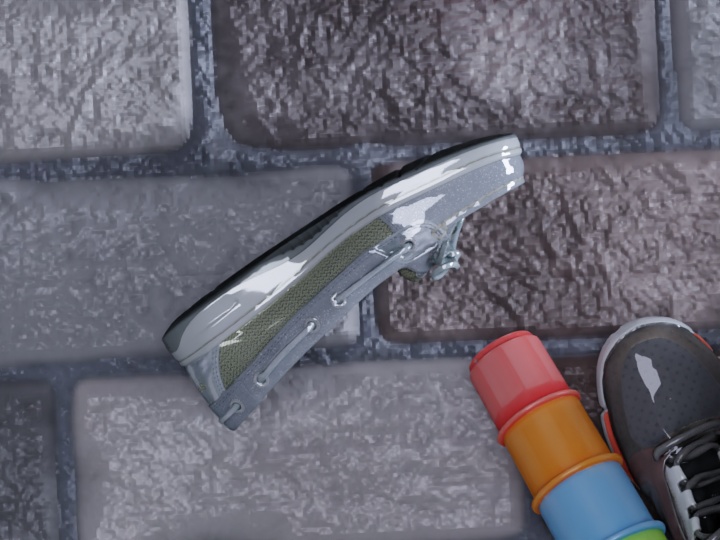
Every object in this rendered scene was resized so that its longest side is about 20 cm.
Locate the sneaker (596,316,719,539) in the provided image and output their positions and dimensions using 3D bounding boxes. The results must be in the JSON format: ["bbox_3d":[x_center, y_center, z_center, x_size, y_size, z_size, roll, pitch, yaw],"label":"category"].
[{"bbox_3d":[0.179,0.114,1.170,0.077,0.082,0.201,-25,89,0],"label":"sneaker"}]

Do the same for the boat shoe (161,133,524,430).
[{"bbox_3d":[-0.001,0.001,1.183,0.201,0.074,0.065,-33,94,4],"label":"boat shoe"}]

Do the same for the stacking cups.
[{"bbox_3d":[0.113,0.122,1.160,0.060,0.061,0.201,-30,63,0],"label":"stacking cups"}]
